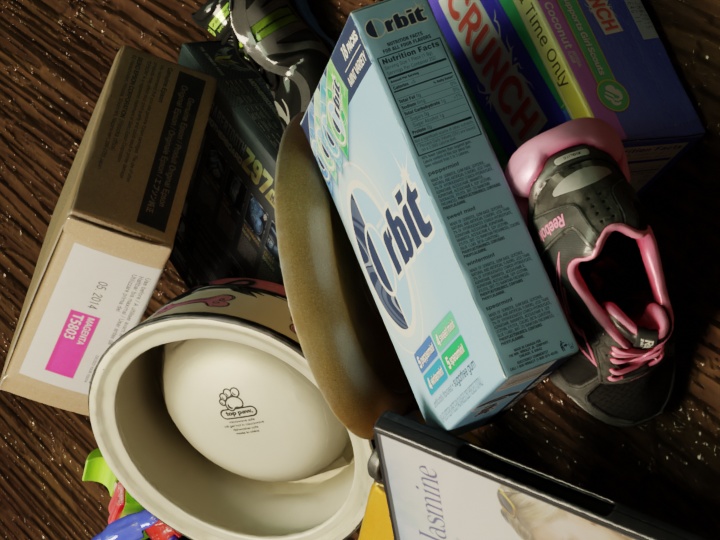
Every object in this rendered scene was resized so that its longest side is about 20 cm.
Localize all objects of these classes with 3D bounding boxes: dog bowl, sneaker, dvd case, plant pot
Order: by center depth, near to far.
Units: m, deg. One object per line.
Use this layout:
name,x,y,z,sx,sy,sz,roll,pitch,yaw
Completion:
sneaker,0.128,0.021,1.077,0.095,0.079,0.200,57,172,47
dvd case,0.100,0.159,1.152,0.200,0.018,0.143,20,142,29
plant pot,0.000,0.000,1.270,0.027,0.200,0.200,-13,86,18
dog bowl,-0.072,0.091,1.392,0.200,0.074,0.200,11,128,15
sneaker,-0.066,-0.153,1.397,0.071,0.083,0.200,-49,57,51

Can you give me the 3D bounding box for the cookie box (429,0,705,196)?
cookie box,0.079,-0.094,1.187,0.200,0.075,0.171,-49,58,50

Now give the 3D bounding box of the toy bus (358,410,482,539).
toy bus,0.040,0.178,1.307,0.065,0.078,0.200,35,127,34

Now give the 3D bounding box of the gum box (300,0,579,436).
gum box,0.036,-0.022,1.118,0.170,0.045,0.200,124,126,-72

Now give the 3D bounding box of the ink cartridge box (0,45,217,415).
ink cartridge box,-0.172,-0.024,1.444,0.200,0.075,0.165,121,164,-47

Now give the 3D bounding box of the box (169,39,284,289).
box,-0.078,-0.042,1.473,0.200,0.051,0.158,51,137,40

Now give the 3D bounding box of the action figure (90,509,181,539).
action figure,-0.154,0.184,1.585,0.065,0.200,0.099,55,-169,-16

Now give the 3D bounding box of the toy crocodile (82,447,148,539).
toy crocodile,-0.165,0.215,1.650,0.068,0.062,0.200,115,145,-42
